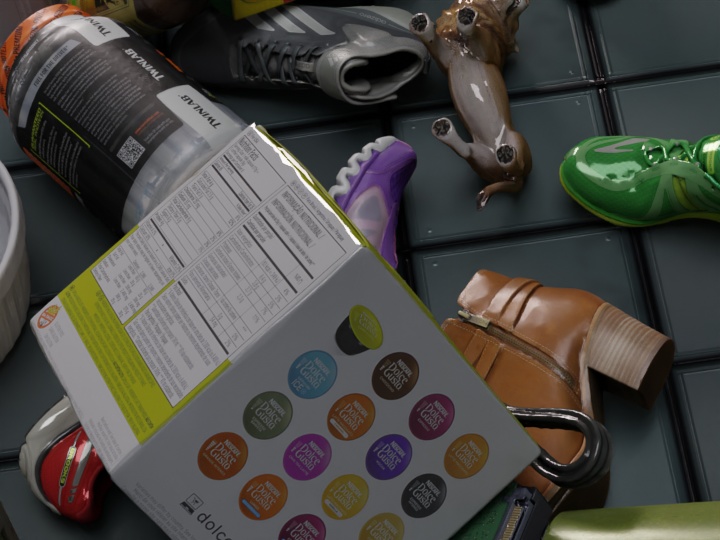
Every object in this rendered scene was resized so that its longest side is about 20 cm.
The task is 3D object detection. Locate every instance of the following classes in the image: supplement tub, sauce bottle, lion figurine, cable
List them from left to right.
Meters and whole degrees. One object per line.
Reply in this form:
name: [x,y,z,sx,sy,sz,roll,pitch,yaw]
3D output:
supplement tub: [-0.171,-0.101,1.507,0.122,0.123,0.200,-40,62,-20]
sauce bottle: [-0.154,-0.210,1.546,0.199,0.065,0.065,-10,41,52]
lion figurine: [0.091,-0.123,1.521,0.072,0.122,0.202,-12,71,19]
cable: [0.089,0.103,1.327,0.199,0.050,0.098,-4,56,41]

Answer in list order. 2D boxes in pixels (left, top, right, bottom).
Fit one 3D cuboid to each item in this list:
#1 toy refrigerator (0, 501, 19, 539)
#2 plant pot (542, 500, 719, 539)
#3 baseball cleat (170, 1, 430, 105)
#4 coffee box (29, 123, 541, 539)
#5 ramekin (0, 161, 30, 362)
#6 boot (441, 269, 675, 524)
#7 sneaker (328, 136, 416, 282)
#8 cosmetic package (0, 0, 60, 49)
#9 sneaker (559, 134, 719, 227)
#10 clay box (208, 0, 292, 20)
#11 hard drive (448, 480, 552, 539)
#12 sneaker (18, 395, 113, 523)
toy refrigerator: [-0.262,0.167,1.291,0.069,0.201,0.076,8,56,10]
plant pot: [0.203,0.212,1.237,0.188,0.201,0.201,4,56,22]
baseball cleat: [-0.046,-0.163,1.552,0.198,0.070,0.107,-6,26,2]
coffee box: [-0.049,0.071,1.270,0.198,0.200,0.200,-41,33,-1]
ramekin: [-0.326,0.003,1.464,0.198,0.105,0.202,-2,56,4]
boot: [0.101,0.098,1.386,0.154,0.074,0.201,22,64,29]
sneaker: [0.000,0.000,1.455,0.088,0.081,0.201,23,66,12]
cosmetic package: [-0.275,-0.270,1.640,0.089,0.107,0.202,-5,58,3]
sneaker: [0.240,-0.072,1.467,0.198,0.084,0.075,8,58,12]
clay box: [-0.042,-0.259,1.603,0.199,0.048,0.115,-24,37,-25]
hard drive: [0.012,0.192,1.291,0.199,0.038,0.140,-4,49,41]
sneaker: [-0.138,0.094,1.414,0.085,0.077,0.200,43,76,16]
